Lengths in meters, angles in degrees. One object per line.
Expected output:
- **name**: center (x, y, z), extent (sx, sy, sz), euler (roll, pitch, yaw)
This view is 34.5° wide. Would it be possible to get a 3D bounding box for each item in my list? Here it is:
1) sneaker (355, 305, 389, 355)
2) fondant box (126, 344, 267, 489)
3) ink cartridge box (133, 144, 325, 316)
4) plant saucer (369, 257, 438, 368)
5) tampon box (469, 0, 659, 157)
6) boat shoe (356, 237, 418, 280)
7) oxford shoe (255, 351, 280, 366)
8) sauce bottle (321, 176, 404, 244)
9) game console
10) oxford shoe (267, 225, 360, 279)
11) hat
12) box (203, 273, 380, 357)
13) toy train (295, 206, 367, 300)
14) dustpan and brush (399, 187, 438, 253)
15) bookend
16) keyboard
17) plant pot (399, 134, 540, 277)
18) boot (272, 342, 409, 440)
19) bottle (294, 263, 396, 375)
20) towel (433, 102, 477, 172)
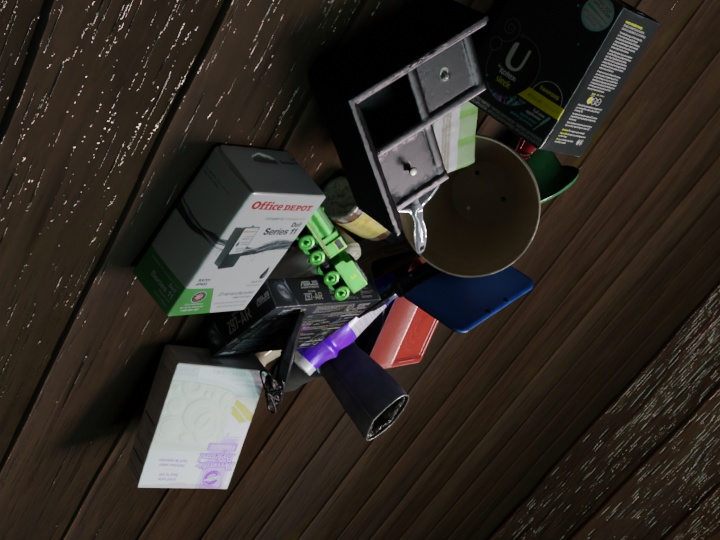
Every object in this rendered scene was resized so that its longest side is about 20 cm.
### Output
- **sneaker**: center (0.018, 0.098, 1.918), extent (0.114, 0.076, 0.200), euler (-44, 151, -49)
- **fondant box**: center (-0.230, 0.209, 1.635), extent (0.144, 0.058, 0.200), euler (8, 112, -34)
- **ink cartridge box**: center (-0.156, -0.046, 1.393), extent (0.146, 0.083, 0.200), euler (-3, 136, -55)
- **plant saucer**: center (0.093, 0.078, 1.914), extent (0.200, 0.037, 0.200), euler (-65, 161, 8)
- **tampon box**: center (0.251, -0.271, 1.477), extent (0.126, 0.150, 0.200), euler (-1, 125, -55)
- **boat shoe**: center (0.000, 0.000, 1.716), extent (0.200, 0.069, 0.074), euler (-34, 156, -12)
- **oxford shoe**: center (-0.172, 0.157, 1.731), extent (0.200, 0.074, 0.071), euler (-33, 155, -16)
- **sauce bottle**: center (0.010, -0.077, 1.608), extent (0.065, 0.065, 0.200), euler (-44, 158, 9)
- **game console**: center (0.122, 0.041, 1.696), extent (0.200, 0.119, 0.171), euler (-27, 173, -44)
- **oxford shoe**: center (-0.092, 0.000, 1.607), extent (0.200, 0.058, 0.075), euler (-31, 165, 15)
- **hat**: center (0.232, -0.197, 1.769), extent (0.200, 0.176, 0.166), euler (-22, -162, 13)
- **box**: center (-0.095, 0.063, 1.620), extent (0.200, 0.044, 0.160), euler (-3, 155, -44)
- **toy train**: center (-0.052, -0.039, 1.510), extent (0.056, 0.042, 0.200), euler (-34, 126, -1)
- **dustpan and brush**: center (0.069, -0.111, 1.578), extent (0.139, 0.057, 0.200), euler (-27, 138, -25)
- **bookend**: center (0.069, -0.183, 1.379), extent (0.198, 0.092, 0.200), euler (-33, 130, -16)
- **keyboard**: center (-0.114, 0.128, 1.601), extent (0.200, 0.040, 0.104), euler (106, 0, -66)
- **plant pot**: center (0.165, -0.102, 1.667), extent (0.200, 0.200, 0.134), euler (-49, 177, 19)
- **boot**: center (-0.035, 0.189, 1.831), extent (0.182, 0.200, 0.072), euler (-51, 155, 23)
- **bottle**: center (-0.026, 0.074, 1.782), extent (0.200, 0.065, 0.084), euler (-46, 160, -8)
- **towel**: center (0.080, -0.187, 1.499), extent (0.200, 0.031, 0.150), euler (-20, 123, -42)
